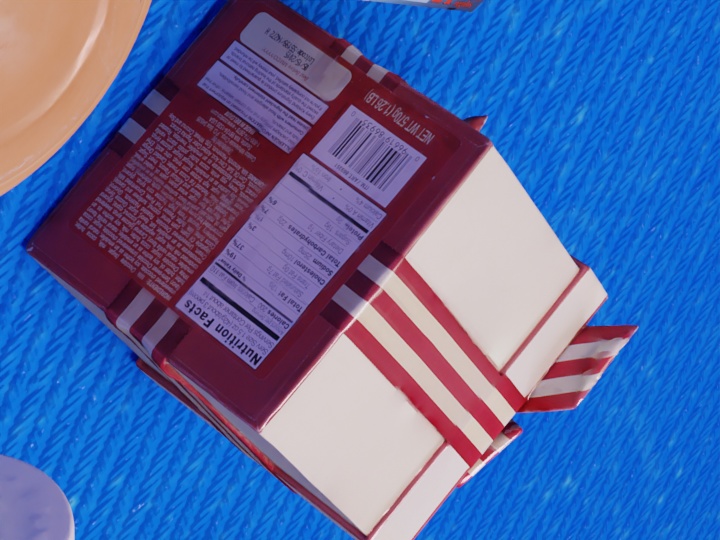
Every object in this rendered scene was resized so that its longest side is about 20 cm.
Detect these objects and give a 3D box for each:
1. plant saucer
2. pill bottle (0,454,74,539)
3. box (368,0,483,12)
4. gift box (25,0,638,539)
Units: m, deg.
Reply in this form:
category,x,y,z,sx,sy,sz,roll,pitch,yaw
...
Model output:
category,x,y,z,sx,sy,sz,roll,pitch,yaw
plant saucer,-0.148,-0.103,1.135,0.200,0.032,0.201,-37,145,-31
pill bottle,-0.175,0.183,1.300,0.109,0.109,0.200,-32,143,-35
box,0.030,-0.171,1.227,0.137,0.038,0.200,-41,159,29
gift box,0.000,0.000,1.301,0.200,0.184,0.187,-46,148,-5
